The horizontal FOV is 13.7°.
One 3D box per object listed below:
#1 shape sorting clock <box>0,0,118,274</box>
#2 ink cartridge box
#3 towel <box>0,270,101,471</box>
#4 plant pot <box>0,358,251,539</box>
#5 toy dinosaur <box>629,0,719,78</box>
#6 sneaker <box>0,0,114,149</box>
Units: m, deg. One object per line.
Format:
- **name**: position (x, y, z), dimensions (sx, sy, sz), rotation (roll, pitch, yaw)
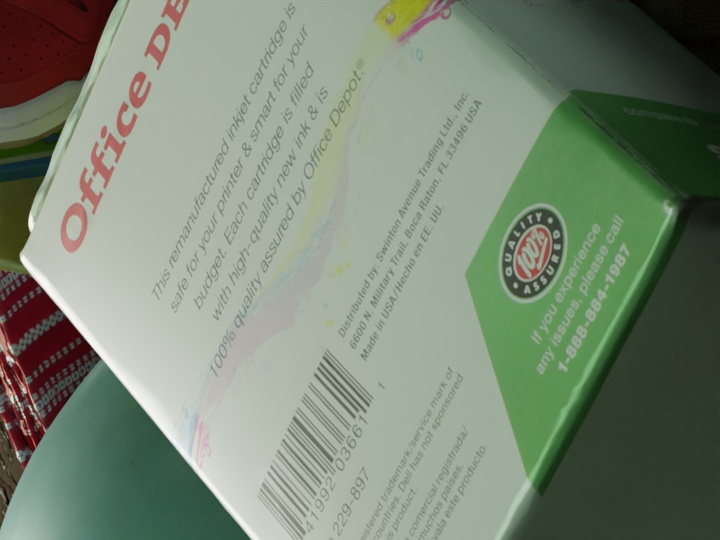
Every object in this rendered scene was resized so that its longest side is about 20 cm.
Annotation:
- **shape sorting clock**: position (-0.132, -0.091, 0.989), dimensions (0.039, 0.200, 0.200), rotation (-29, 87, 38)
- **ink cartridge box**: position (0.015, -0.007, 0.742), dimensions (0.200, 0.087, 0.145), rotation (45, 118, 39)
- **towel**: position (-0.074, 0.011, 1.075), dimensions (0.022, 0.145, 0.200), rotation (-3, 112, 52)
- **plant pot**: position (-0.023, 0.095, 0.983), dimensions (0.201, 0.161, 0.201), rotation (41, 157, 21)
- **toy dinosaur**: position (0.089, -0.071, 0.744), dimensions (0.101, 0.058, 0.200), rotation (-30, 85, 48)
- **sneaker**: position (-0.086, -0.131, 0.930), dimensions (0.071, 0.200, 0.113), rotation (23, 132, -1)
